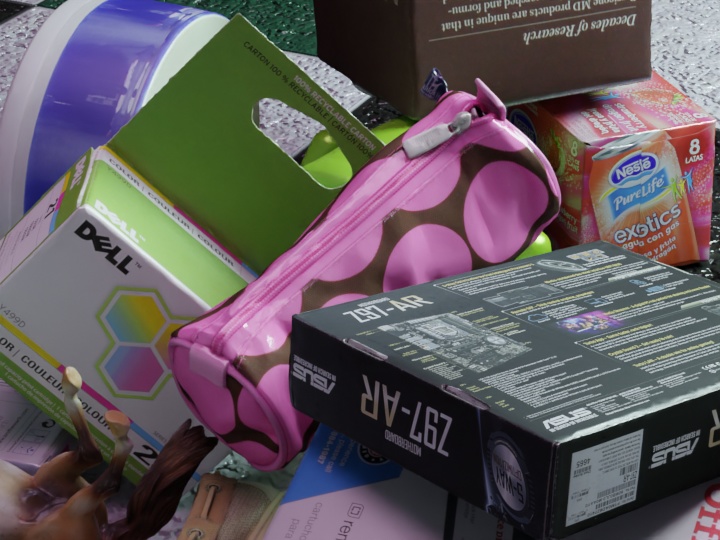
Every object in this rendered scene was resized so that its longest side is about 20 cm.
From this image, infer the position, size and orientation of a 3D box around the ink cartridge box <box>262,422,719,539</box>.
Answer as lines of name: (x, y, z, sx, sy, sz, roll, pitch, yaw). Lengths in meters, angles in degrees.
ink cartridge box: (0.062, 0.142, 0.789, 0.199, 0.085, 0.145, 10, 46, 19)

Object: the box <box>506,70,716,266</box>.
box: (0.142, -0.083, 1.210, 0.095, 0.100, 0.200, -11, 29, -16)

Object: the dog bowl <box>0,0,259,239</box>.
dog bowl: (-0.129, -0.053, 1.064, 0.078, 0.201, 0.200, 10, 30, 16)

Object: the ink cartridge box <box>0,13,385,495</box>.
ink cartridge box: (-0.080, -0.003, 0.926, 0.200, 0.148, 0.076, -42, 20, 21)

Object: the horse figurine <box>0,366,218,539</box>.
horse figurine: (-0.172, 0.097, 0.896, 0.199, 0.133, 0.050, 12, 37, 1)

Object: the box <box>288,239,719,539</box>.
box: (0.094, 0.043, 0.811, 0.199, 0.044, 0.160, -13, 25, -40)

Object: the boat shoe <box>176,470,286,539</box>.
boat shoe: (-0.080, 0.146, 0.811, 0.063, 0.074, 0.201, 23, 28, 11)

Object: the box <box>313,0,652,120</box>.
box: (0.068, -0.217, 1.131, 0.163, 0.201, 0.166, -12, 24, -19)

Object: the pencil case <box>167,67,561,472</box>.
pencil case: (0.000, 0.000, 0.878, 0.091, 0.094, 0.200, 40, 73, 18)

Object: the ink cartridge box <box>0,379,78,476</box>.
ink cartridge box: (-0.236, 0.073, 1.007, 0.199, 0.042, 0.119, 9, 30, 13)

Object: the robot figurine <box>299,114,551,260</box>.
robot figurine: (0.025, -0.026, 1.095, 0.175, 0.116, 0.200, 25, 38, 30)
